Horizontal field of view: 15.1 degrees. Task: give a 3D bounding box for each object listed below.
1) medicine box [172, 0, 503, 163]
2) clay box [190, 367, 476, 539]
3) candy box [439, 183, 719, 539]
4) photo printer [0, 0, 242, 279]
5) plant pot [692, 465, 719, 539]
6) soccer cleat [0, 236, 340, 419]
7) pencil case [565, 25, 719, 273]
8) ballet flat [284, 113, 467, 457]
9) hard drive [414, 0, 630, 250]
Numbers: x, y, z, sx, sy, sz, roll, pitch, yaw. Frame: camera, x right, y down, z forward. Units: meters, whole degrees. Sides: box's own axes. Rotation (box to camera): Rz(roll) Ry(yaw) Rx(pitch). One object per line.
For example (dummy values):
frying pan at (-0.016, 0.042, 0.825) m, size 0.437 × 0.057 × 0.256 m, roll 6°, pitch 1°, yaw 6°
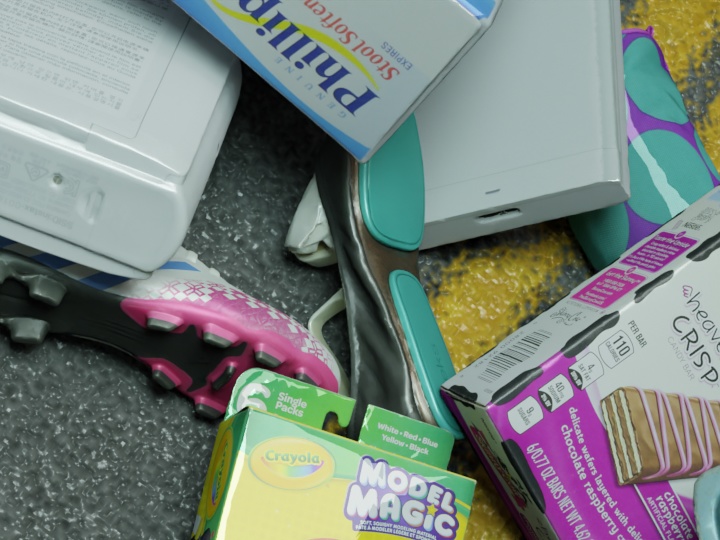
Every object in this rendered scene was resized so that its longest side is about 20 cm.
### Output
medicine box at (-0.016, -0.180, 1.274) m, size 0.182 × 0.103 × 0.200 m, roll 40°, pitch 31°, yaw -9°
clay box at (-0.021, 0.148, 1.195) m, size 0.114 × 0.048 × 0.201 m, roll 18°, pitch 73°, yaw -15°
candy box at (0.156, 0.058, 1.274) m, size 0.199 × 0.061 × 0.137 m, roll -36°, pitch 108°, yaw -13°
photo printer at (-0.141, -0.086, 1.248) m, size 0.165 × 0.070 × 0.200 m, roll 20°, pitch 28°, yaw -4°
plant pot at (0.291, 0.173, 1.212) m, size 0.200 × 0.195 × 0.198 m, roll 21°, pitch 54°, yaw -57°
soccer cleat at (-0.097, 0.005, 1.258) m, size 0.199 × 0.070 × 0.087 m, roll 21°, pitch 49°, yaw -16°
pencil case at (0.160, -0.025, 1.389) m, size 0.092 × 0.085 × 0.201 m, roll -24°, pitch 75°, yaw -17°
ballet flat at (0.000, 0.000, 1.304) m, size 0.068 × 0.068 × 0.201 m, roll 28°, pitch 48°, yaw -56°
hard drive at (0.069, -0.112, 1.380) m, size 0.026 × 0.131 × 0.201 m, roll 47°, pitch 36°, yaw -52°
